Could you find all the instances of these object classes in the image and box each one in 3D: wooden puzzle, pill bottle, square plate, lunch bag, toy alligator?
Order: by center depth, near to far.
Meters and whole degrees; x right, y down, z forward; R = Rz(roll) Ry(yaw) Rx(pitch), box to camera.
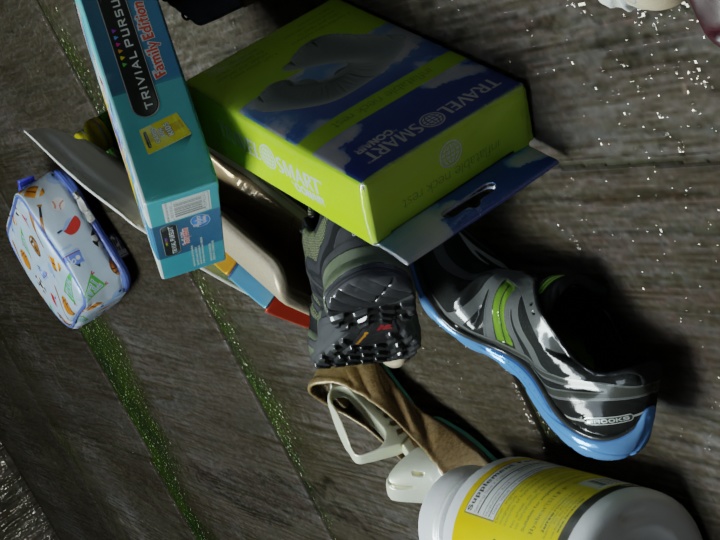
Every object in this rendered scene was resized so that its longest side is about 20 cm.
[{"bbox_3d":[0.123,0.183,0.973,0.200,0.111,0.112,5,125,62],"label":"pill bottle"},{"bbox_3d":[-0.070,-0.002,1.100,0.185,0.037,0.200,39,-178,34],"label":"wooden puzzle"},{"bbox_3d":[-0.162,-0.046,1.226,0.200,0.029,0.198,34,-178,-46],"label":"square plate"},{"bbox_3d":[-0.197,-0.119,1.265,0.055,0.059,0.200,58,156,-5],"label":"toy alligator"},{"bbox_3d":[-0.322,-0.025,1.608,0.161,0.075,0.200,58,157,1],"label":"lunch bag"}]

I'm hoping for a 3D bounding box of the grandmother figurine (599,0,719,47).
[{"bbox_3d":[0.165,-0.116,0.581,0.199,0.060,0.122,23,132,47],"label":"grandmother figurine"}]

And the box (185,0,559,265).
[{"bbox_3d":[0.002,-0.086,0.847,0.200,0.122,0.048,32,146,43],"label":"box"}]

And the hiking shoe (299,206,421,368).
[{"bbox_3d":[0.000,0.000,0.945,0.200,0.075,0.102,107,157,-71],"label":"hiking shoe"}]

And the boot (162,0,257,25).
[{"bbox_3d":[-0.133,-0.202,1.021,0.098,0.074,0.200,62,154,-6],"label":"boot"}]

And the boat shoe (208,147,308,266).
[{"bbox_3d":[-0.053,-0.060,1.059,0.199,0.065,0.072,36,160,0],"label":"boat shoe"}]

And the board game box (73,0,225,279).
[{"bbox_3d":[-0.137,-0.113,0.920,0.151,0.047,0.202,102,149,-73],"label":"board game box"}]

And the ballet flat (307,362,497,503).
[{"bbox_3d":[0.031,0.131,1.131,0.200,0.072,0.068,42,152,29],"label":"ballet flat"}]

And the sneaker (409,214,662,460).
[{"bbox_3d":[0.106,0.025,0.878,0.200,0.070,0.083,44,130,34],"label":"sneaker"}]
